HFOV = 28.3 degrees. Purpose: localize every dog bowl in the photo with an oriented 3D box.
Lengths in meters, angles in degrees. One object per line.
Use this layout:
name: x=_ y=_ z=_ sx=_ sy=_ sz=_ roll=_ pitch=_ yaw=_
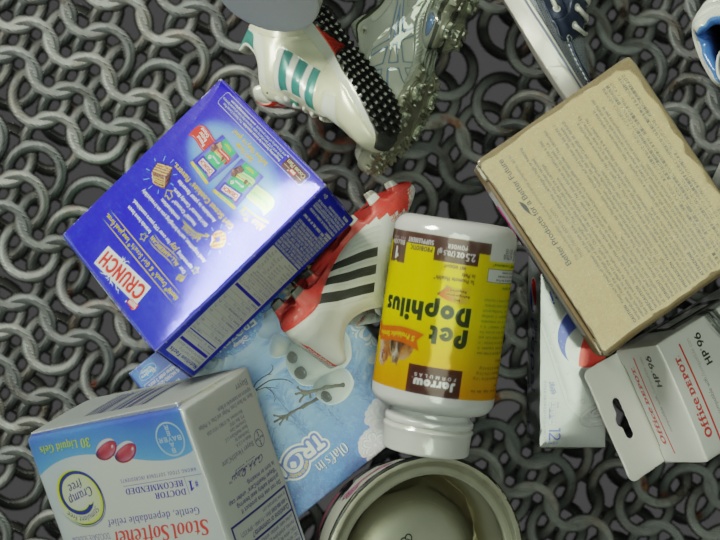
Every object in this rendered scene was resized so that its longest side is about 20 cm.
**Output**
dog bowl: x=0.045 y=0.260 z=1.287 sx=0.198 sy=0.074 sz=0.203 roll=-2 pitch=94 yaw=-23

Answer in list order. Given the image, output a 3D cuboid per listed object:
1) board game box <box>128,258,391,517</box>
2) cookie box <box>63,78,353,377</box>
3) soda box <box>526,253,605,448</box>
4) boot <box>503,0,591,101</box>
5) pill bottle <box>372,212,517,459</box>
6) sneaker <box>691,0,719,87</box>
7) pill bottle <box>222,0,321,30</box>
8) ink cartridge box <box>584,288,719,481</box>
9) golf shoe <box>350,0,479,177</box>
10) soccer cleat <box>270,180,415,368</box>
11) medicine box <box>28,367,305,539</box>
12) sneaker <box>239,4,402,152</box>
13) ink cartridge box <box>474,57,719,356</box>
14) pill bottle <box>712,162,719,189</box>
board game box: x=-0.073 y=0.110 z=1.306 sx=0.199 sy=0.043 sz=0.200 roll=-38 pitch=90 yaw=-3
cookie box: x=-0.135 y=-0.038 z=1.249 sx=0.200 sy=0.075 sz=0.171 roll=-43 pitch=57 yaw=-1
soda box: x=0.189 y=0.059 z=1.315 sx=0.063 sy=0.068 sz=0.203 roll=0 pitch=91 yaw=-3
boot: x=0.186 y=-0.237 z=1.298 sx=0.090 sy=0.073 sz=0.201 roll=-31 pitch=93 yaw=7
pill bottle: x=0.070 y=0.056 z=1.236 sx=0.108 sy=0.109 sz=0.202 roll=7 pitch=93 yaw=-3
sneaker: x=0.374 y=-0.166 z=1.277 sx=0.146 sy=0.081 sz=0.201 roll=-29 pitch=82 yaw=-38
pill bottle: x=-0.054 y=-0.312 z=1.221 sx=0.113 sy=0.115 sz=0.202 roll=17 pitch=64 yaw=-4
ink cartridge box: x=0.311 y=0.096 z=1.288 sx=0.199 sy=0.068 sz=0.117 roll=-27 pitch=94 yaw=-25
golf shoe: x=0.028 y=-0.187 z=1.307 sx=0.097 sy=0.078 sz=0.202 roll=24 pitch=89 yaw=18
soccer cleat: x=0.000 y=0.000 z=1.276 sx=0.085 sy=0.068 sz=0.200 roll=48 pitch=54 yaw=-14
medicine box: x=-0.163 y=0.204 z=1.237 sx=0.181 sy=0.103 sz=0.202 roll=-14 pitch=99 yaw=32
sneaker: x=-0.041 y=-0.161 z=1.267 sx=0.093 sy=0.070 sz=0.201 roll=-45 pitch=62 yaw=22
ink cartridge box: x=0.218 y=-0.054 z=1.239 sx=0.164 sy=0.075 sz=0.201 roll=-33 pitch=89 yaw=2
pill bottle: x=0.425 y=-0.048 z=1.301 sx=0.198 sy=0.114 sz=0.115 roll=26 pitch=91 yaw=-4
